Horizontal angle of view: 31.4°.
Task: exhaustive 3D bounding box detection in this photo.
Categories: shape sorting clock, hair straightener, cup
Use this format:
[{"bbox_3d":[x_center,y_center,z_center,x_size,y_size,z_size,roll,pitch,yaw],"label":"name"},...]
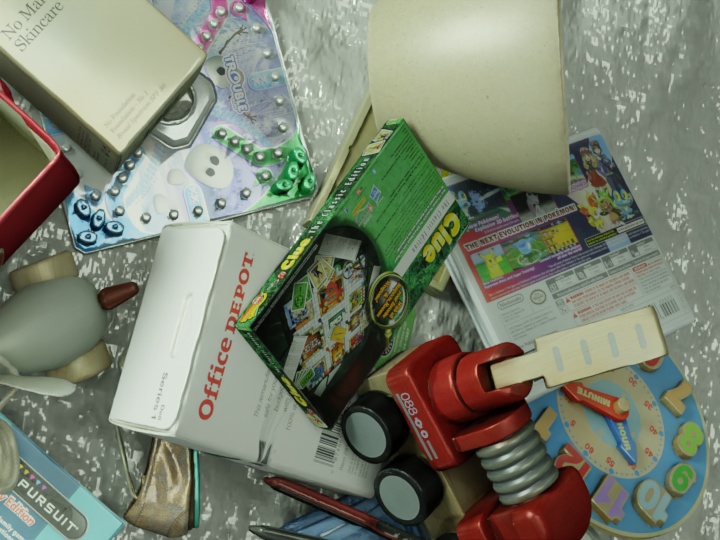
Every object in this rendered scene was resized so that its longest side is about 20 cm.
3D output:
[{"bbox_3d":[0.199,0.113,1.017,0.197,0.039,0.203,13,60,-22],"label":"shape sorting clock"},{"bbox_3d":[0.008,0.220,0.933,0.198,0.041,0.078,25,75,-15],"label":"hair straightener"},{"bbox_3d":[0.082,-0.155,0.960,0.141,0.200,0.204,-2,82,10],"label":"cup"}]

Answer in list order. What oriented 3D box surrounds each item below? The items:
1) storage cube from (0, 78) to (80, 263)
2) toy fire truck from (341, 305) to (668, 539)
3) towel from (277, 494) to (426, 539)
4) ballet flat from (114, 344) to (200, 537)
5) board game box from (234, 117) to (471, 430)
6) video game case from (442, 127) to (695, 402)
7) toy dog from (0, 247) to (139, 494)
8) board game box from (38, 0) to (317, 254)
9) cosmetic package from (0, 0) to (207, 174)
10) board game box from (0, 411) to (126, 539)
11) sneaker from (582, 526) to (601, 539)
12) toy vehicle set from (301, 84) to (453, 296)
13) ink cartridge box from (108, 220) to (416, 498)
[{"bbox_3d":[-0.309,-0.062,0.843,0.171,0.180,0.200,43,84,-6],"label":"storage cube"},{"bbox_3d":[0.116,0.115,0.876,0.128,0.199,0.178,-32,95,-46],"label":"toy fire truck"},{"bbox_3d":[0.019,0.267,0.969,0.110,0.048,0.203,-23,89,-17],"label":"towel"},{"bbox_3d":[-0.146,0.092,0.940,0.066,0.068,0.204,3,80,-8],"label":"ballet flat"},{"bbox_3d":[0.000,0.000,0.896,0.105,0.023,0.201,53,58,-28],"label":"board game box"},{"bbox_3d":[0.157,-0.009,1.021,0.198,0.023,0.184,-19,79,-32],"label":"video game case"},{"bbox_3d":[-0.218,0.043,0.867,0.095,0.201,0.133,-23,113,23],"label":"toy dog"},{"bbox_3d":[-0.147,-0.134,0.991,0.197,0.026,0.203,-15,86,-17],"label":"board game box"},{"bbox_3d":[-0.219,-0.178,0.926,0.199,0.073,0.104,41,74,-8],"label":"cosmetic package"},{"bbox_3d":[-0.286,0.205,0.892,0.151,0.047,0.201,42,73,-6],"label":"board game box"},{"bbox_3d":[0.097,0.169,0.995,0.082,0.074,0.200,-43,83,5],"label":"sneaker"},{"bbox_3d":[0.050,-0.097,1.040,0.123,0.026,0.202,28,76,-10],"label":"toy vehicle set"},{"bbox_3d":[-0.064,0.066,0.911,0.199,0.084,0.148,26,73,-42],"label":"ink cartridge box"}]
